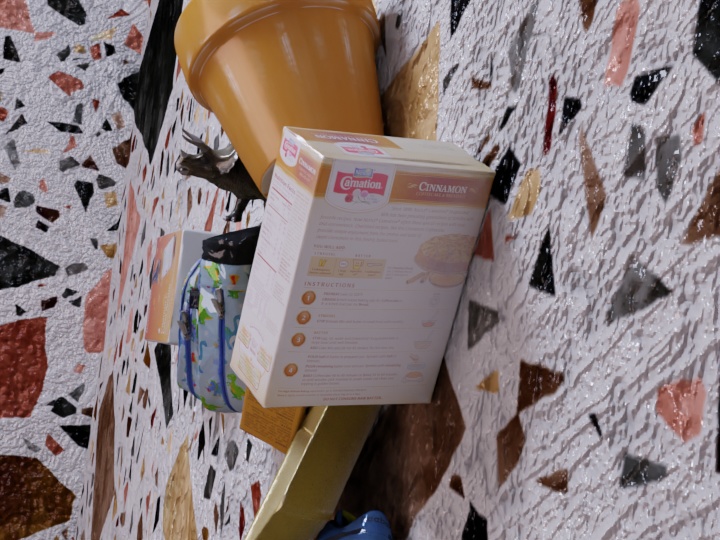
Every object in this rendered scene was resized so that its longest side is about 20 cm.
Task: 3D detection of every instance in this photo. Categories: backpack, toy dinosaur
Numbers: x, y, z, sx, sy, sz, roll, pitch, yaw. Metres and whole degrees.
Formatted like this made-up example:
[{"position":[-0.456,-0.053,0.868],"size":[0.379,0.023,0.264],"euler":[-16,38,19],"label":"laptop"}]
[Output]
[{"position":[-0.127,0.057,1.395],"size":[0.163,0.153,0.200],"euler":[-27,-72,-73],"label":"backpack"},{"position":[-0.097,-0.104,1.357],"size":[0.077,0.200,0.103],"euler":[15,111,41],"label":"toy dinosaur"}]

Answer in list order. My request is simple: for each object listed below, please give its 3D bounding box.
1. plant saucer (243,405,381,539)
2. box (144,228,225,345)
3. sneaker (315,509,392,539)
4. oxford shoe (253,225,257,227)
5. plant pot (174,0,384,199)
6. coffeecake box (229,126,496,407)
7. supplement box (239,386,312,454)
[{"position":[-0.042,0.179,1.139],"size":[0.200,0.048,0.200],"euler":[-64,3,-39],"label":"plant saucer"},{"position":[-0.218,0.030,1.742],"size":[0.200,0.106,0.153],"euler":[172,105,-71],"label":"box"},{"position":[-0.019,0.255,1.110],"size":[0.200,0.066,0.079],"euler":[134,149,-60],"label":"sneaker"},{"position":[-0.152,0.039,1.622],"size":[0.075,0.058,0.200],"euler":[8,77,65],"label":"oxford shoe"},{"position":[-0.060,-0.170,1.240],"size":[0.200,0.200,0.184],"euler":[-57,47,53],"label":"plant pot"},{"position":[0.000,0.000,0.986],"size":[0.073,0.153,0.200],"euler":[42,123,52],"label":"coffeecake box"},{"position":[-0.069,0.090,1.253],"size":[0.067,0.069,0.200],"euler":[-56,-16,-43],"label":"supplement box"}]
